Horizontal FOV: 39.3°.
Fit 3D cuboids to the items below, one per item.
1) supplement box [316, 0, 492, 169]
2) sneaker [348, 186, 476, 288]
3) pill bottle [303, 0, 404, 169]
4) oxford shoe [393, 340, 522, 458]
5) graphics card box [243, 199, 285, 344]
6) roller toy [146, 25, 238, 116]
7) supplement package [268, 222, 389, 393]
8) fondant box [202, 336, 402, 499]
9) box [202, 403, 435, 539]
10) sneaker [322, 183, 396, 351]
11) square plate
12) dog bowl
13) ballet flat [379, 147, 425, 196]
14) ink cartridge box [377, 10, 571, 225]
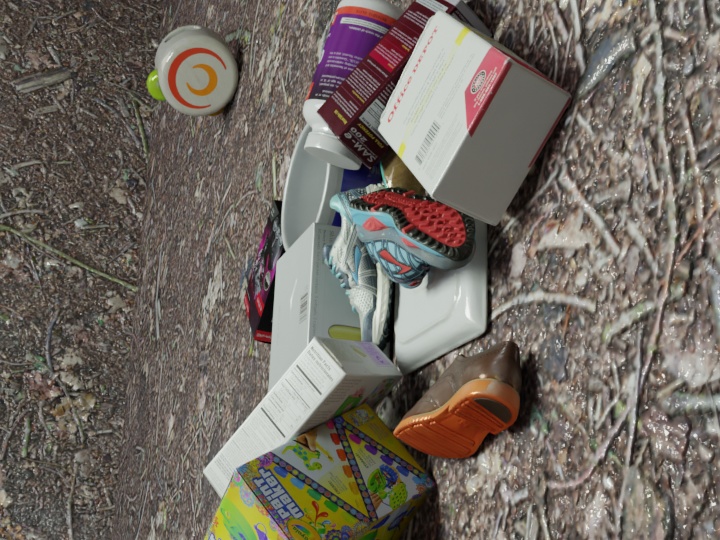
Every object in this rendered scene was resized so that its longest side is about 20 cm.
[{"bbox_3d":[0.046,-0.222,1.141,0.200,0.061,0.109,-47,28,8],"label":"supplement box"},{"bbox_3d":[0.063,-0.026,1.055,0.200,0.078,0.097,30,138,59],"label":"sneaker"},{"bbox_3d":[-0.005,-0.237,1.281,0.112,0.111,0.203,2,72,69],"label":"pill bottle"},{"bbox_3d":[0.097,0.128,0.974,0.200,0.071,0.074,-39,25,54],"label":"oxford shoe"},{"bbox_3d":[-0.137,0.002,1.646,0.126,0.050,0.202,-114,40,-57],"label":"graphics card box"},{"bbox_3d":[-0.372,-0.455,2.287,0.184,0.198,0.140,-62,26,17],"label":"roller toy"},{"bbox_3d":[-0.039,0.067,1.272,0.156,0.109,0.203,142,134,-61],"label":"supplement package"},{"bbox_3d":[-0.060,0.167,1.102,0.200,0.144,0.058,-49,66,14],"label":"fondant box"},{"bbox_3d":[-0.056,0.276,1.066,0.122,0.191,0.201,46,132,24],"label":"box"},{"bbox_3d":[0.000,0.000,1.193,0.078,0.085,0.203,43,-134,-77],"label":"sneaker"},{"bbox_3d":[0.081,-0.004,1.108,0.200,0.028,0.201,141,134,-60],"label":"square plate"},{"bbox_3d":[-0.044,-0.111,1.413,0.200,0.078,0.203,-170,90,-70],"label":"dog bowl"},{"bbox_3d":[0.064,-0.163,1.172,0.072,0.067,0.202,-43,28,37],"label":"ballet flat"},{"bbox_3d":[0.106,-0.159,1.009,0.146,0.083,0.201,-61,26,18],"label":"ink cartridge box"}]
